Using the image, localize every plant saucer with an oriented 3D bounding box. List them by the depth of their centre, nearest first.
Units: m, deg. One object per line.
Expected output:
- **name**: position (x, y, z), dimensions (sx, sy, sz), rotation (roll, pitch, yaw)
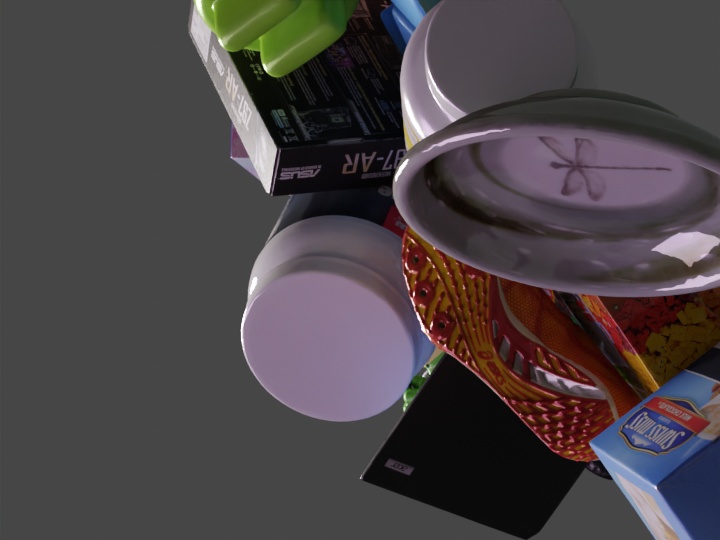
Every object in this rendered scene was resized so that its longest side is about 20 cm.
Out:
- **plant saucer**: position (0.118, -0.046, 0.989), dimensions (0.200, 0.199, 0.050), rotation (62, -145, -64)

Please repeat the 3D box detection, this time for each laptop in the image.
- **laptop**: position (0.091, 0.058, 1.337), dimensions (0.177, 0.103, 0.201), rotation (25, -129, -41)

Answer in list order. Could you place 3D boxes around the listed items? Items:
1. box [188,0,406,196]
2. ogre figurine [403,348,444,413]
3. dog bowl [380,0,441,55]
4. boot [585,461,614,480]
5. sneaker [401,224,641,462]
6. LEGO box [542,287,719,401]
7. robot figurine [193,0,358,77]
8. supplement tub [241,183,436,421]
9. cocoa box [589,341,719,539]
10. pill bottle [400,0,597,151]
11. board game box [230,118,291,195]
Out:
- **box**: position (-0.020, -0.139, 1.398), dimensions (0.200, 0.159, 0.044), rotation (-118, 30, -41)
- **ogre figurine**: position (0.074, 0.013, 1.551), dimensions (0.120, 0.098, 0.201), rotation (-11, -93, -65)
- **dog bowl**: position (0.051, -0.171, 1.269), dimensions (0.112, 0.049, 0.200), rotation (52, 176, 33)
- **boot**: position (0.160, 0.119, 1.592), dimensions (0.168, 0.199, 0.077), rotation (-136, 47, -77)
- **sneaker**: position (0.097, 0.040, 1.206), dimensions (0.200, 0.073, 0.077), rotation (53, -158, 17)
- **LEGO box**: position (0.185, 0.034, 1.222), dimensions (0.149, 0.077, 0.200), rotation (55, 176, -10)
- **robot figurine**: position (-0.061, -0.232, 1.329), dimensions (0.175, 0.115, 0.201), rotation (25, -134, -40)
- **supplement tub**: position (0.000, 0.000, 1.393), dimensions (0.141, 0.140, 0.200), rotation (55, -151, -21)
- **cocoa box**: position (0.245, 0.146, 1.073), dimensions (0.200, 0.131, 0.133), rotation (55, 176, -10)
- **pill bottle**: position (0.078, -0.098, 1.109), dimensions (0.112, 0.111, 0.200), rotation (53, 177, 9)
- **board game box**: position (-0.069, -0.178, 1.690), dimensions (0.200, 0.041, 0.201), rotation (40, -128, -79)
